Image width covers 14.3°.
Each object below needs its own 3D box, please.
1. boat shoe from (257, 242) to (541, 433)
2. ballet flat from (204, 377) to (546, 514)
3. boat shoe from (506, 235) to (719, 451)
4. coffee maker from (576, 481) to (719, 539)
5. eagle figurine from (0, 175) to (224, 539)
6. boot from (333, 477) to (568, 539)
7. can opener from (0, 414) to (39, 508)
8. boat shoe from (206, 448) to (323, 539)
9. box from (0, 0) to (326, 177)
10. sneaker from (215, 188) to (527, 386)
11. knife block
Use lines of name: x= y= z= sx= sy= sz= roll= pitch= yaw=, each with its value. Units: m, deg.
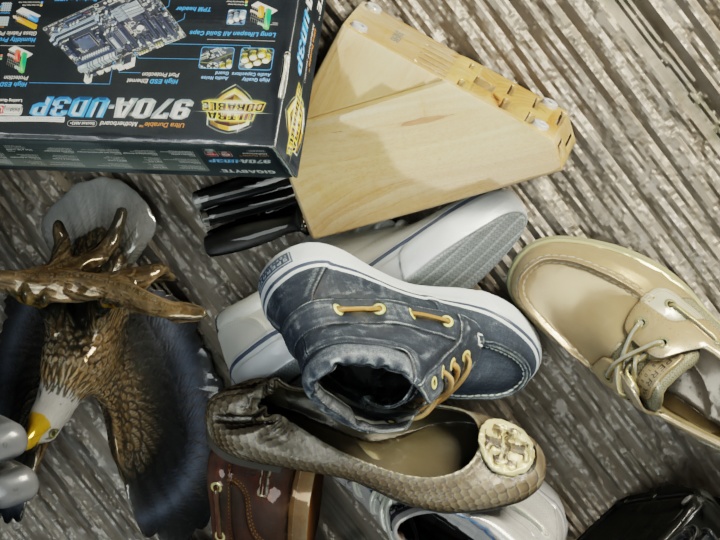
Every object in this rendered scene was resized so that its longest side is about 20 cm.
boat shoe: x=0.031 y=0.055 z=1.600 sx=0.200 sy=0.091 sz=0.071 roll=18 pitch=126 yaw=-38
ballet flat: x=0.010 y=0.093 z=1.632 sx=0.199 sy=0.067 sz=0.046 roll=11 pitch=134 yaw=-5
boat shoe: x=0.172 y=0.048 z=1.640 sx=0.200 sy=0.065 sz=0.072 roll=33 pitch=111 yaw=1
coffee maker: x=0.206 y=0.234 z=1.628 sx=0.135 sy=0.192 sz=0.200 roll=-43 pitch=97 yaw=4
eagle figurine: x=-0.163 y=0.063 z=1.700 sx=0.152 sy=0.151 sz=0.200 roll=48 pitch=158 yaw=32
boot: x=0.028 y=0.123 z=1.679 sx=0.200 sy=0.096 sz=0.074 roll=28 pitch=111 yaw=2
can opener: x=-0.248 y=0.108 z=1.690 sx=0.067 sy=0.200 sz=0.054 roll=-16 pitch=100 yaw=-20
boat shoe: x=-0.060 y=0.177 z=1.711 sx=0.070 sy=0.070 sz=0.200 roll=7 pitch=128 yaw=6
box: x=-0.122 y=-0.134 z=1.599 sx=0.199 sy=0.046 sz=0.159 roll=2 pitch=68 yaw=16
sneaker: x=0.000 y=0.000 z=1.660 sx=0.200 sy=0.073 sz=0.071 roll=-32 pitch=66 yaw=6
knife block: x=0.000 y=-0.053 z=1.645 sx=0.200 sy=0.064 sz=0.176 roll=28 pitch=112 yaw=1
